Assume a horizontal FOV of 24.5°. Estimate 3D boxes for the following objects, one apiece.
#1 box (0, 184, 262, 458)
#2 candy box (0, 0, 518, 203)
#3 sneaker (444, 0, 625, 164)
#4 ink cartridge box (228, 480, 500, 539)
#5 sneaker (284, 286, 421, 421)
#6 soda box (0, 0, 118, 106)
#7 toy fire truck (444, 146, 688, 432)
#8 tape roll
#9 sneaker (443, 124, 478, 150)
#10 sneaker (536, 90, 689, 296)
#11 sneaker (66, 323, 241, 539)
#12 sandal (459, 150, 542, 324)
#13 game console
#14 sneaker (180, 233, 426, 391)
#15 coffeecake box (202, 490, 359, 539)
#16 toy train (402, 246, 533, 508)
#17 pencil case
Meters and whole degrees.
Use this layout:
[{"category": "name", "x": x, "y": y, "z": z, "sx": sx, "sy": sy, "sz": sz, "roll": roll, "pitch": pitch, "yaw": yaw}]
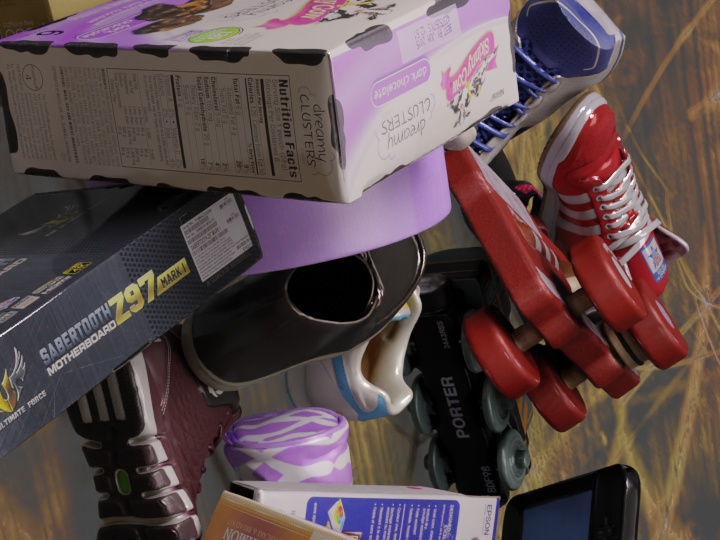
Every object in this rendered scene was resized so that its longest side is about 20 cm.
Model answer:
[{"category": "box", "x": -0.166, "y": 0.021, "z": 0.782, "sx": 0.200, "sy": 0.157, "sz": 0.051, "roll": -38, "pitch": 115, "yaw": -42}, {"category": "candy box", "x": -0.048, "y": -0.097, "z": 0.817, "sx": 0.168, "sy": 0.199, "sz": 0.072, "roll": -33, "pitch": 123, "yaw": -51}, {"category": "sneaker", "x": 0.100, "y": -0.119, "z": 1.193, "sx": 0.081, "sy": 0.199, "sz": 0.115, "roll": 45, "pitch": 60, "yaw": -5}, {"category": "ink cartridge box", "x": 0.001, "y": 0.180, "z": 1.015, "sx": 0.199, "sy": 0.037, "sz": 0.095, "roll": 8, "pitch": 90, "yaw": -38}, {"category": "sneaker", "x": 0.000, "y": 0.000, "z": 1.109, "sx": 0.076, "sy": 0.080, "sz": 0.201, "roll": -7, "pitch": 98, "yaw": -56}, {"category": "soda box", "x": -0.128, "y": -0.155, "z": 0.934, "sx": 0.200, "sy": 0.067, "sz": 0.064, "roll": -39, "pitch": 123, "yaw": -49}, {"category": "toy fire truck", "x": 0.134, "y": 0.008, "z": 1.177, "sx": 0.200, "sy": 0.112, "sz": 0.168, "roll": 36, "pitch": 25, "yaw": -53}, {"category": "tape roll", "x": -0.051, "y": -0.051, "z": 0.931, "sx": 0.200, "sy": 0.199, "sz": 0.066, "roll": -25, "pitch": 110, "yaw": -53}, {"category": "sneaker", "x": 0.019, "y": -0.167, "z": 1.017, "sx": 0.084, "sy": 0.075, "sz": 0.200, "roll": -40, "pitch": 88, "yaw": -11}, {"category": "sneaker", "x": 0.190, "y": -0.045, "z": 1.231, "sx": 0.071, "sy": 0.112, "sz": 0.200, "roll": -43, "pitch": 157, "yaw": -19}, {"category": "sneaker", "x": -0.101, "y": 0.124, "z": 0.972, "sx": 0.115, "sy": 0.075, "sz": 0.201, "roll": -24, "pitch": 109, "yaw": -57}, {"category": "sandal", "x": 0.132, "y": -0.031, "z": 1.341, "sx": 0.200, "sy": 0.045, "sz": 0.075, "roll": 59, "pitch": 46, "yaw": -37}, {"category": "game console", "x": 0.094, "y": 0.222, "z": 1.142, "sx": 0.116, "sy": 0.200, "sz": 0.177, "roll": 13, "pitch": 72, "yaw": -16}, {"category": "sneaker", "x": -0.003, "y": 0.009, "z": 0.982, "sx": 0.200, "sy": 0.106, "sz": 0.075, "roll": -31, "pitch": 93, "yaw": -45}, {"category": "coffeecake box", "x": 0.025, "y": 0.199, "z": 0.916, "sx": 0.200, "sy": 0.153, "sz": 0.073, "roll": 29, "pitch": 79, "yaw": -39}, {"category": "toy train", "x": 0.083, "y": 0.079, "z": 1.243, "sx": 0.114, "sy": 0.085, "sz": 0.201, "roll": -56, "pitch": 134, "yaw": -53}, {"category": "pencil case", "x": -0.040, "y": 0.188, "z": 1.062, "sx": 0.084, "sy": 0.085, "sz": 0.201, "roll": -134, "pitch": -142, "yaw": -81}]
